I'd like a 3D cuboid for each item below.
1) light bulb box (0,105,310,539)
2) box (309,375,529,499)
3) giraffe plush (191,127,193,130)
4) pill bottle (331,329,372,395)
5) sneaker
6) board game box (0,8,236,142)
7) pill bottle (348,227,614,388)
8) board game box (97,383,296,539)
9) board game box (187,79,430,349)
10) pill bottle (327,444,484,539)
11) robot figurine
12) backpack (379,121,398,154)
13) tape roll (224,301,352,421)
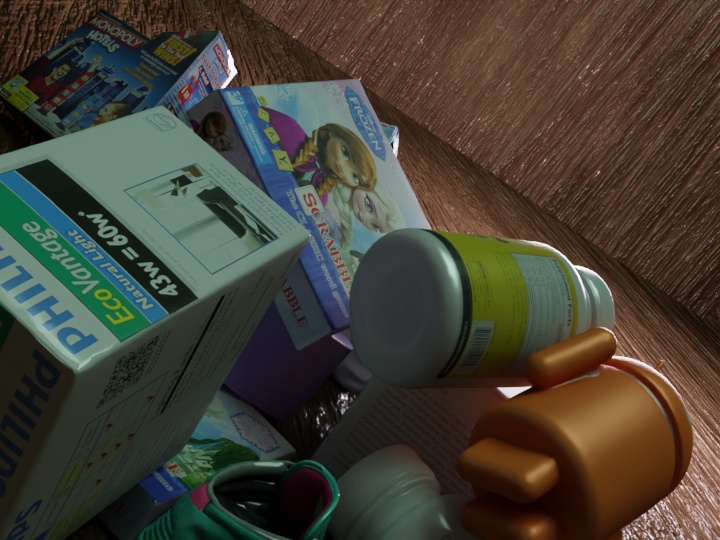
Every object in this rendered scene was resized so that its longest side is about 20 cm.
[{"bbox_3d":[-0.159,0.041,0.580,0.125,0.199,0.200,40,32,11],"label":"light bulb box"},{"bbox_3d":[0.092,0.148,0.955,0.200,0.172,0.199,39,17,5],"label":"box"},{"bbox_3d":[-0.144,-0.056,1.122,0.162,0.173,0.200,43,-22,-18],"label":"giraffe plush"},{"bbox_3d":[0.040,0.067,1.189,0.111,0.111,0.200,40,15,10],"label":"pill bottle"},{"bbox_3d":[-0.040,0.181,0.668,0.199,0.121,0.084,29,18,-31],"label":"sneaker"},{"bbox_3d":[-0.239,-0.186,1.120,0.200,0.200,0.062,36,-21,33],"label":"board game box"},{"bbox_3d":[0.097,0.031,0.808,0.199,0.112,0.112,5,34,-41],"label":"pill bottle"},{"bbox_3d":[-0.167,0.093,0.785,0.200,0.041,0.199,42,15,16],"label":"board game box"},{"bbox_3d":[-0.024,-0.056,0.881,0.199,0.041,0.201,-20,84,-57],"label":"board game box"},{"bbox_3d":[0.061,0.227,0.774,0.114,0.115,0.200,16,27,-53],"label":"pill bottle"},{"bbox_3d":[0.156,0.127,0.763,0.199,0.117,0.144,-18,72,-39],"label":"robot figurine"},{"bbox_3d":[-0.043,-0.121,1.376,0.134,0.200,0.183,36,16,-4],"label":"backpack"},{"bbox_3d":[-0.106,0.031,0.928,0.200,0.085,0.200,42,0,0],"label":"tape roll"}]
